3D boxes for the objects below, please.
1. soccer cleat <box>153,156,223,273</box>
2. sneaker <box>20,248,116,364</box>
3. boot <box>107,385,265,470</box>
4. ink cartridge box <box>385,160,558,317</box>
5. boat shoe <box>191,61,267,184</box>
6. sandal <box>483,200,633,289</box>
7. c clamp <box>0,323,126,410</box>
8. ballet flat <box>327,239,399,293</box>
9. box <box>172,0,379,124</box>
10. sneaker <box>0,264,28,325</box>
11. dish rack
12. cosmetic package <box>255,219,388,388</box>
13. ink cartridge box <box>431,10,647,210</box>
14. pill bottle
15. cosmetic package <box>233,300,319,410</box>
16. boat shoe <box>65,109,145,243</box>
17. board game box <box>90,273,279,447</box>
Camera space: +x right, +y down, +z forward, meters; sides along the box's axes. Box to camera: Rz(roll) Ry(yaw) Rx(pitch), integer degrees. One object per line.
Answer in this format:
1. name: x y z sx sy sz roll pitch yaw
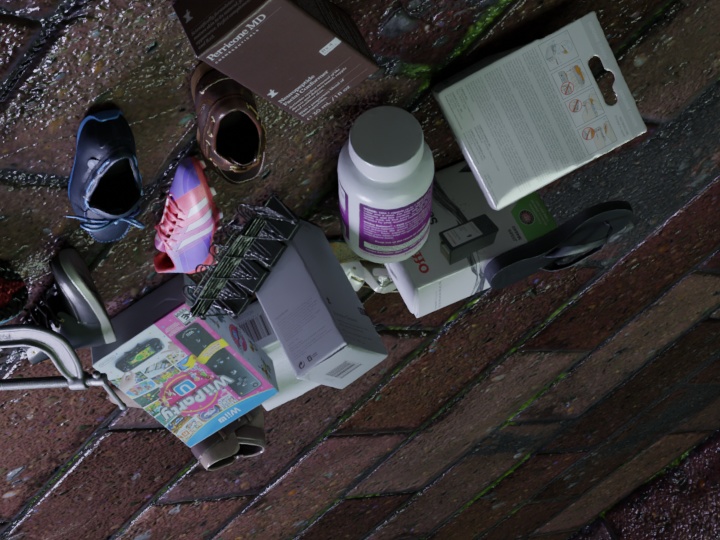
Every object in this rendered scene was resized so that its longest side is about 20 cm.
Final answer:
1. soccer cleat: -0.196 -0.054 1.547 0.076 0.067 0.200 -16 155 -12
2. sneaker: -0.345 0.051 1.581 0.106 0.075 0.200 -22 155 -9
3. boot: -0.226 0.202 1.889 0.199 0.147 0.070 -12 153 -25
4. ink cartridge box: 0.128 -0.051 1.765 0.200 0.146 0.084 -23 154 -11
5. boat shoe: -0.133 -0.137 1.445 0.070 0.070 0.200 -26 156 -5
6. sandal: 0.249 -0.022 1.719 0.200 0.043 0.076 -28 153 -2
7. c clamp: -0.388 0.118 1.605 0.199 0.027 0.171 0 142 10
8. ballet flat: 0.000 0.000 1.829 0.200 0.071 0.071 4 141 -47
9. box: -0.076 -0.223 1.336 0.100 0.075 0.200 -36 151 18
10. sneaker: -0.451 0.056 1.472 0.200 0.080 0.095 -11 164 -44
11. dish rack: -0.139 -0.013 1.563 0.154 0.054 0.200 -57 169 7
12. cosmetic package: -0.061 0.035 1.682 0.081 0.200 0.113 -35 156 18
13. ink cartridge box: 0.204 -0.184 1.598 0.200 0.161 0.050 -29 -161 0
14. pill bottle: 0.030 -0.101 1.617 0.112 0.112 0.200 -22 154 -11
15. cosmetic package: -0.122 0.113 1.914 0.101 0.071 0.200 -26 154 0
16. boat shoe: -0.262 -0.079 1.426 0.084 0.069 0.200 -20 154 -14
17. board game box: -0.219 0.116 1.750 0.147 0.064 0.200 -33 130 12
